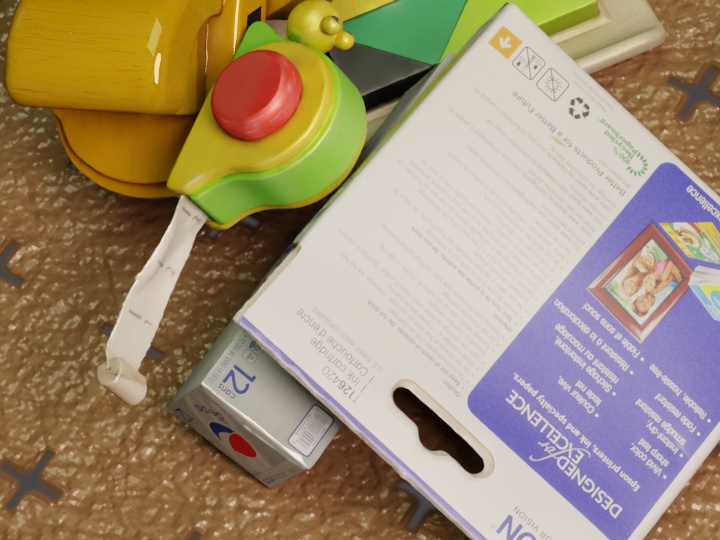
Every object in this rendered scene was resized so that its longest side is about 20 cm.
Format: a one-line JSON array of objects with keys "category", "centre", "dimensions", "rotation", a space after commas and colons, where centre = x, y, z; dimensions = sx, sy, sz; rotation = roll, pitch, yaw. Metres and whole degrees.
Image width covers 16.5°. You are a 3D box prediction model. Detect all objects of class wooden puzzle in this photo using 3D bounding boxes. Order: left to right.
[{"category": "wooden puzzle", "centre": [0.030, -0.155, 1.244], "dimensions": [0.185, 0.037, 0.200], "rotation": [-23, 59, -6]}]

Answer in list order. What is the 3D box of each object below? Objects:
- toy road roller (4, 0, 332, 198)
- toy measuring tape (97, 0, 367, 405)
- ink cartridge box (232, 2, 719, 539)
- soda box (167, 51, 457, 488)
[{"category": "toy road roller", "centre": [-0.090, -0.133, 1.144], "dimensions": [0.123, 0.146, 0.200], "rotation": [5, 95, 23]}, {"category": "toy measuring tape", "centre": [-0.047, -0.031, 1.077], "dimensions": [0.073, 0.074, 0.200], "rotation": [18, 73, 18]}, {"category": "ink cartridge box", "centre": [0.073, 0.019, 1.084], "dimensions": [0.198, 0.047, 0.200], "rotation": [43, 71, -4]}, {"category": "soda box", "centre": [0.000, 0.000, 1.124], "dimensions": [0.063, 0.068, 0.200], "rotation": [39, 69, -6]}]
